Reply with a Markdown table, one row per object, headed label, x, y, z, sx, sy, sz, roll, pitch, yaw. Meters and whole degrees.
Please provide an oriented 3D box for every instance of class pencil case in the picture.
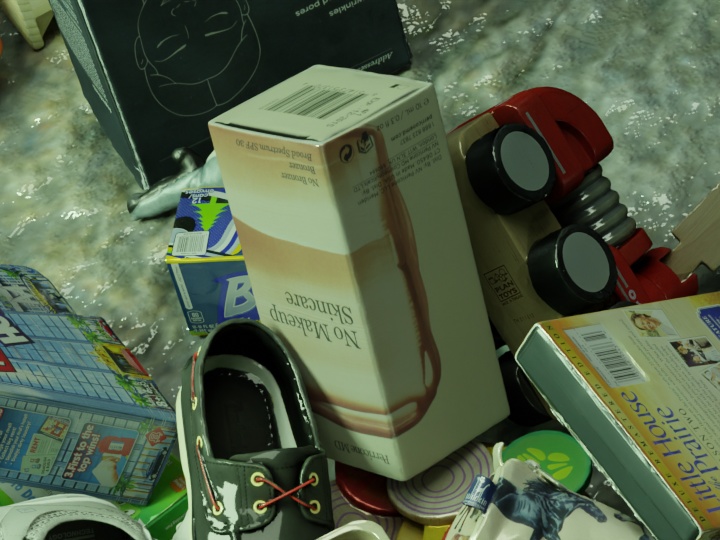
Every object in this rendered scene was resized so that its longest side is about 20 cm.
| label | x | y | z | sx | sy | sz | roll | pitch | yaw |
| --- | --- | --- | --- | --- | --- | --- | --- | --- | --- |
| pencil case | 0.140 | 0.161 | 1.390 | 0.200 | 0.078 | 0.089 | 21 | 90 | 4 |

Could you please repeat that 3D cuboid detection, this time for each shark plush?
| label | x | y | z | sx | sy | sz | roll | pitch | yaw |
| --- | --- | --- | --- | --- | --- | --- | --- | --- | --- |
| shark plush | -0.050 | -0.057 | 1.705 | 0.200 | 0.091 | 0.083 | -5 | 76 | 4 |

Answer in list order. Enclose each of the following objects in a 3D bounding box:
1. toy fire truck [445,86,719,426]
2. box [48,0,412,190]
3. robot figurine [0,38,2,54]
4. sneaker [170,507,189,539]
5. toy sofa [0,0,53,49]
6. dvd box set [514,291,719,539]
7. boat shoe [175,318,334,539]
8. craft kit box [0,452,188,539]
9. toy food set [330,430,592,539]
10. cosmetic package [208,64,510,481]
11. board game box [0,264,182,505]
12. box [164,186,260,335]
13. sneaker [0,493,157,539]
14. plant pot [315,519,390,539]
| label | x | y | z | sx | sy | sz | roll | pitch | yaw |
| --- | --- | --- | --- | --- | --- | --- | --- | --- | --- |
| toy fire truck | 0.144 | -0.033 | 1.560 | 0.129 | 0.176 | 0.200 | -28 | 6 | 45 |
| box | -0.094 | -0.190 | 1.748 | 0.200 | 0.197 | 0.124 | -26 | 45 | -10 |
| robot figurine | -0.325 | -0.161 | 1.842 | 0.117 | 0.144 | 0.200 | -40 | 38 | 26 |
| sneaker | -0.111 | 0.182 | 1.484 | 0.085 | 0.073 | 0.200 | 5 | 50 | 17 |
| toy sofa | -0.169 | -0.247 | 1.895 | 0.200 | 0.098 | 0.083 | -29 | 47 | -11 |
| dvd box set | 0.194 | 0.075 | 1.440 | 0.200 | 0.029 | 0.146 | -9 | 50 | -43 |
| boat shoe | -0.052 | 0.117 | 1.450 | 0.074 | 0.063 | 0.201 | -1 | 52 | -21 |
| craft kit box | -0.217 | 0.138 | 1.578 | 0.197 | 0.049 | 0.200 | -38 | 49 | -17 |
| toy food set | 0.037 | 0.161 | 1.481 | 0.200 | 0.049 | 0.198 | -3 | 46 | 13 |
| cosmetic package | 0.000 | 0.000 | 1.488 | 0.087 | 0.200 | 0.103 | -31 | 27 | -33 |
| board game box | -0.232 | 0.046 | 1.522 | 0.200 | 0.062 | 0.200 | 5 | 31 | -40 |
| box | -0.010 | -0.009 | 1.641 | 0.200 | 0.070 | 0.064 | -2 | 46 | 13 |
| sneaker | -0.198 | 0.153 | 1.427 | 0.200 | 0.075 | 0.082 | -17 | 5 | -33 |
| plant pot | -0.025 | 0.276 | 1.296 | 0.200 | 0.177 | 0.200 | -26 | 46 | -10 |
